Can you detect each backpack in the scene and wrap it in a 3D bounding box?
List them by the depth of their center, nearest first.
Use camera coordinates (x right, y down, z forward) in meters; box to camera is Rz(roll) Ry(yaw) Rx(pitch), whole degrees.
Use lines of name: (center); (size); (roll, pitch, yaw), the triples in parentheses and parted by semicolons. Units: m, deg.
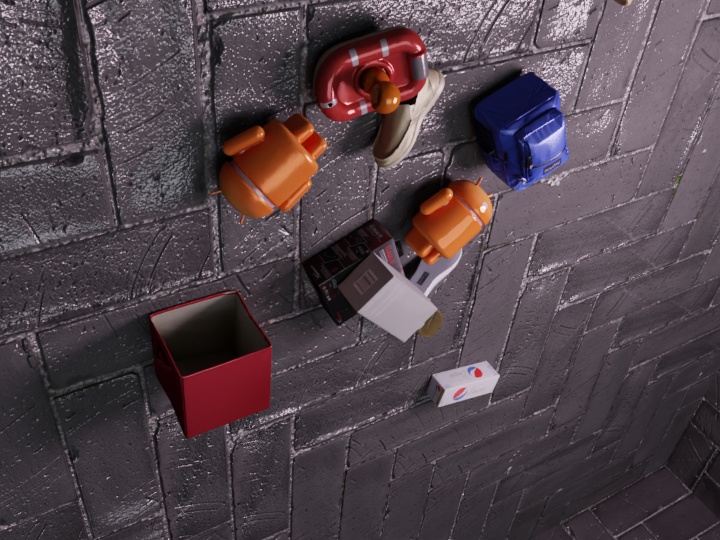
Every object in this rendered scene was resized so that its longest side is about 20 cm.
backpack: (0.325, -0.254, 1.527); (0.162, 0.168, 0.200); (-28, 143, -4)

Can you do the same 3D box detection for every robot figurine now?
robot figurine: (-0.152, -0.170, 1.266); (0.200, 0.117, 0.144); (-43, 168, 2)
robot figurine: (0.187, -0.106, 1.579); (0.200, 0.117, 0.144); (-43, 103, 4)

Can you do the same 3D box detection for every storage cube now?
storage cube: (-0.282, 0.174, 1.440); (0.200, 0.171, 0.180); (-18, 137, -25)

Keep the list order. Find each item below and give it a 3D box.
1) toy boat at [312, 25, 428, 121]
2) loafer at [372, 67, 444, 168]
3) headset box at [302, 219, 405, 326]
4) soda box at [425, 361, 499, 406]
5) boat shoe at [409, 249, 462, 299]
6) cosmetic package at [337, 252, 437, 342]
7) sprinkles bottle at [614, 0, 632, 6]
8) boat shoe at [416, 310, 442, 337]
toy boat: (0.025, -0.304, 1.253); (0.200, 0.131, 0.131); (-19, 138, -4)
loafer: (0.072, -0.280, 1.377); (0.068, 0.076, 0.200); (19, 104, -45)
headset box: (0.000, 0.000, 1.574); (0.200, 0.075, 0.149); (-32, 141, -10)
soda box: (0.280, 0.309, 2.095); (0.200, 0.064, 0.068); (-8, 131, -32)
boat shoe: (0.157, 0.020, 1.703); (0.200, 0.070, 0.066); (-53, 157, -19)
cosmetic package: (0.058, 0.058, 1.550); (0.107, 0.090, 0.200); (-44, 144, 5)
sprinkles bottle: (0.561, -0.599, 1.462); (0.200, 0.068, 0.068); (-44, 141, 5)
boat shoe: (0.126, 0.106, 1.797); (0.201, 0.063, 0.073); (18, 102, -53)
